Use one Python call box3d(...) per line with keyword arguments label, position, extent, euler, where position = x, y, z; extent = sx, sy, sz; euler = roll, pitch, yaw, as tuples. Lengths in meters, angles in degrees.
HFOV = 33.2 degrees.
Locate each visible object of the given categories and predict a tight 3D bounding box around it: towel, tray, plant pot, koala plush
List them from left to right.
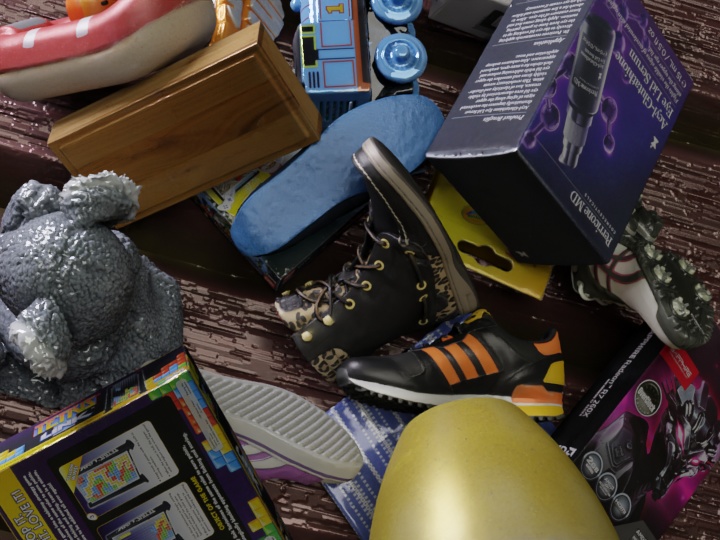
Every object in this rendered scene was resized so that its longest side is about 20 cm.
box3d(label="koala plush", position=(-0.216, 0.014, 0.910), extent=(0.182, 0.200, 0.179), euler=(23, 69, -4))
box3d(label="tray", position=(-0.141, -0.112, 0.968), extent=(0.198, 0.099, 0.037), euler=(-22, 37, 18))
box3d(label="towel", position=(0.059, 0.143, 1.025), extent=(0.199, 0.024, 0.145), euler=(-35, 84, -17))
box3d(label="plant pot", position=(0.092, 0.184, 0.926), extent=(0.198, 0.201, 0.143), euler=(-1, 54, -12))

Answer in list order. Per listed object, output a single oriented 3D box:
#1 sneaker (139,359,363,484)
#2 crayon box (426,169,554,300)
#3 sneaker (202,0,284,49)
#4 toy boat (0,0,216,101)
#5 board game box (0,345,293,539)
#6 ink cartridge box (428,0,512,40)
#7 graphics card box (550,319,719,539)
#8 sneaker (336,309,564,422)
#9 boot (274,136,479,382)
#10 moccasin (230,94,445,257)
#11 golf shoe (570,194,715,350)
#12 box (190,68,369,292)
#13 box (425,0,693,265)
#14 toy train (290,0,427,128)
box3d(label="sneaker", position=(-0.104, 0.149, 0.962), extent=(0.199, 0.115, 0.073), euler=(21, 24, -17))
box3d(label="crayon box", position=(0.130, -0.079, 1.090), extent=(0.126, 0.051, 0.202), euler=(24, 69, -4))
box3d(label="sneaker", position=(-0.126, -0.202, 1.066), extent=(0.078, 0.077, 0.202), euler=(45, 44, -36))
box3d(label="toy boat", position=(-0.216, -0.219, 0.979), extent=(0.198, 0.131, 0.132), euler=(-6, 108, 24))
box3d(label="board game box", position=(-0.154, 0.182, 0.881), extent=(0.164, 0.057, 0.201), euler=(-26, 110, -3))
box3d(label="ink cartridge box", position=(0.134, -0.279, 1.124), extent=(0.198, 0.067, 0.117), euler=(16, 70, -21))
box3d(label="graphics card box", position=(0.248, 0.132, 1.024), extent=(0.200, 0.051, 0.126), euler=(-45, 114, -20))
box3d(label="sneaker", position=(0.076, 0.074, 0.996), extent=(0.198, 0.070, 0.091), euler=(9, 78, -15))
box3d(label="boot", position=(0.000, 0.000, 0.964), extent=(0.150, 0.200, 0.073), euler=(-31, 48, 3))
box3d(label="moccasin", position=(-0.024, -0.083, 0.995), extent=(0.199, 0.068, 0.081), euler=(-29, 90, -6))
box3d(label="golf shoe", position=(0.233, 0.008, 1.030), extent=(0.077, 0.088, 0.201), euler=(22, 30, -30))
box3d(label="box", position=(-0.047, -0.098, 1.066), extent=(0.200, 0.038, 0.137), euler=(-41, 84, -20))
box3d(label="box", position=(0.169, -0.126, 0.999), extent=(0.148, 0.104, 0.201), euler=(43, 65, -33))
box3d(label="toy train", position=(-0.005, -0.219, 1.051), extent=(0.113, 0.087, 0.202), euler=(-2, 71, -6))
